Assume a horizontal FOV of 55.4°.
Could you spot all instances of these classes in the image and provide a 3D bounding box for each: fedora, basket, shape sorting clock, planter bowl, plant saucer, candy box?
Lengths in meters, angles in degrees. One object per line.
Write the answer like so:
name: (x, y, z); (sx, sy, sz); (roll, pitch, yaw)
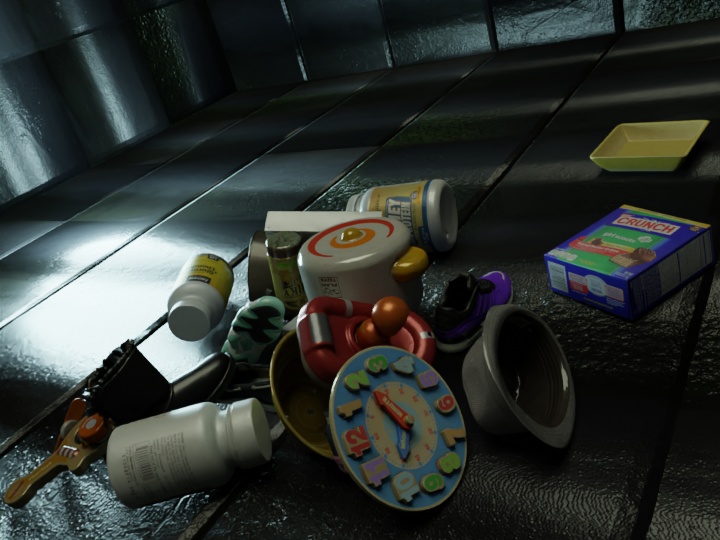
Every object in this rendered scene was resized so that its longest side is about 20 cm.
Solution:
fedora: (0.191, 0.141, 0.876); (0.090, 0.177, 0.201); (-35, 28, 38)
basket: (-0.094, 0.013, 1.278); (0.199, 0.181, 0.136); (-1, -4, 10)
shape sorting clock: (0.050, 0.184, 0.820); (0.200, 0.200, 0.039); (-42, 0, -41)
planter bowl: (-0.052, 0.180, 0.939); (0.083, 0.200, 0.201); (-45, 4, 40)
plant saucer: (0.631, -0.266, 1.492); (0.199, 0.049, 0.200); (6, 34, 40)
candy box: (0.430, -0.020, 1.100); (0.199, 0.077, 0.169); (-27, 28, -23)

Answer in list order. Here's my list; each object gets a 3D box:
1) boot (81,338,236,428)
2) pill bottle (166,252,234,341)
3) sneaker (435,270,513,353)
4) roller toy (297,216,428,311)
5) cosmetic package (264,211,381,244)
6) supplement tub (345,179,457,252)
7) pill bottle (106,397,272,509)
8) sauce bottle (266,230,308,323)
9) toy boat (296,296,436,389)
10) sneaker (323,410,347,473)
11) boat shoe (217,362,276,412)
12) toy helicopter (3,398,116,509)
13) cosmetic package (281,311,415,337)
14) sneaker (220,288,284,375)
boot: (-0.300, 0.164, 1.024); (0.198, 0.163, 0.073); (-51, 31, -18)
pill bottle: (-0.319, 0.054, 1.362); (0.111, 0.112, 0.200); (-14, 26, 6)
sneaker: (0.184, 0.039, 1.103); (0.069, 0.100, 0.200); (9, 36, 38)
roller toy: (0.000, 0.000, 1.066); (0.182, 0.140, 0.200); (-19, 24, -10)
cosmetic package: (-0.061, -0.061, 1.196); (0.199, 0.083, 0.051); (1, 55, 4)
supplement tub: (0.085, -0.103, 1.390); (0.199, 0.145, 0.145); (-5, 29, 24)
pill bottle: (-0.228, 0.244, 0.935); (0.199, 0.115, 0.114); (-16, 26, 2)
sauce bottle: (-0.116, 0.032, 1.181); (0.064, 0.201, 0.065); (-6, 32, 4)
toy boat: (0.021, 0.083, 0.913); (0.199, 0.131, 0.131); (10, 49, -33)
sneaker: (0.038, 0.208, 0.889); (0.199, 0.082, 0.070); (-1, -11, -39)
boat shoe: (-0.187, 0.176, 1.103); (0.199, 0.061, 0.076); (-1, 30, 29)
toy helicopter: (-0.457, 0.281, 1.052); (0.200, 0.079, 0.132); (-39, 38, -15)
cosmetic package: (-0.014, 0.109, 1.109); (0.199, 0.081, 0.113); (1, 29, 34)
sneaker: (-0.169, 0.073, 1.157); (0.200, 0.078, 0.140); (-48, 15, 41)
